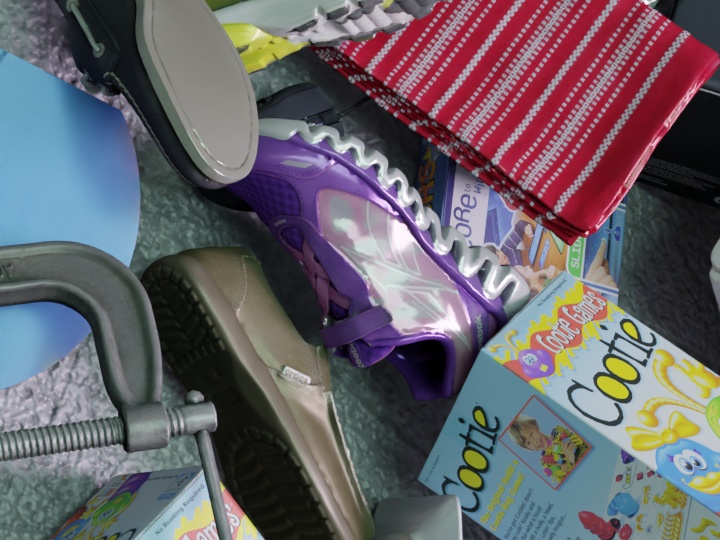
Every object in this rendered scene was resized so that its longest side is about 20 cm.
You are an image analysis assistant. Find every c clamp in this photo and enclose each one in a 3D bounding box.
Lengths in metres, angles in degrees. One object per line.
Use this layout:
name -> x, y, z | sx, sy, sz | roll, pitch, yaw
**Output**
c clamp -> -0.162, 0.058, 0.880 | 0.198, 0.027, 0.172 | -2, 60, -15

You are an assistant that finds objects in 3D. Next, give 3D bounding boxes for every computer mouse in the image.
computer mouse -> -0.005, -0.089, 1.063 | 0.199, 0.034, 0.059 | -29, 87, -22

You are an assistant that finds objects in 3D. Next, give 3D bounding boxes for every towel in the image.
towel -> 0.084, -0.122, 1.057 | 0.199, 0.023, 0.145 | 37, 72, 10

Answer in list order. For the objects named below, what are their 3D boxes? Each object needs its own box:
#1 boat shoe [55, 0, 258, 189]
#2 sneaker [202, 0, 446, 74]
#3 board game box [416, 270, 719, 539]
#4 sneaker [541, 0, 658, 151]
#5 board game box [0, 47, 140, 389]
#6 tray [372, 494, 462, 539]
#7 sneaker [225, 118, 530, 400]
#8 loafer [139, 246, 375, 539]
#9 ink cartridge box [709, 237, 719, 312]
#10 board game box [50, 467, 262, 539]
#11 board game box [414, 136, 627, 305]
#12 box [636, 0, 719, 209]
boat shoe -> -0.112, -0.115, 0.965 | 0.072, 0.063, 0.201 | 8, 50, -52
sneaker -> -0.036, -0.161, 1.010 | 0.198, 0.074, 0.085 | -17, 81, 3
board game box -> 0.150, 0.111, 1.023 | 0.199, 0.105, 0.103 | 35, 39, 14
sneaker -> 0.112, -0.134, 1.112 | 0.087, 0.076, 0.201 | 28, 64, -7
board game box -> -0.210, -0.035, 0.947 | 0.199, 0.039, 0.159 | 26, 74, -21
tray -> 0.027, 0.221, 1.015 | 0.022, 0.107, 0.202 | 0, 82, -23
sneaker -> 0.000, 0.000, 1.002 | 0.200, 0.080, 0.089 | 37, 65, -24
loafer -> -0.042, 0.072, 1.010 | 0.067, 0.076, 0.201 | -36, 106, -39
ink cartridge box -> 0.291, 0.011, 1.170 | 0.146, 0.083, 0.200 | -60, 146, -23
board game box -> -0.072, 0.208, 0.945 | 0.103, 0.105, 0.201 | -45, 107, -30
board game box -> 0.096, -0.041, 1.138 | 0.134, 0.034, 0.202 | 15, 74, -29
box -> 0.232, -0.160, 1.173 | 0.078, 0.141, 0.201 | 19, 69, 6
